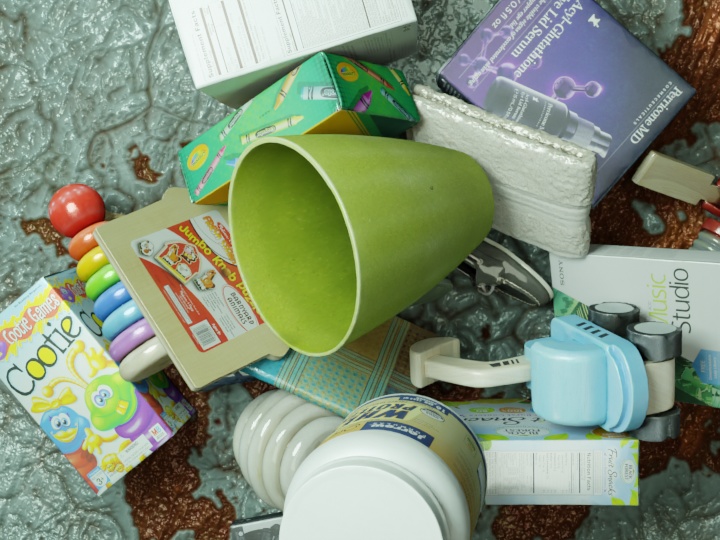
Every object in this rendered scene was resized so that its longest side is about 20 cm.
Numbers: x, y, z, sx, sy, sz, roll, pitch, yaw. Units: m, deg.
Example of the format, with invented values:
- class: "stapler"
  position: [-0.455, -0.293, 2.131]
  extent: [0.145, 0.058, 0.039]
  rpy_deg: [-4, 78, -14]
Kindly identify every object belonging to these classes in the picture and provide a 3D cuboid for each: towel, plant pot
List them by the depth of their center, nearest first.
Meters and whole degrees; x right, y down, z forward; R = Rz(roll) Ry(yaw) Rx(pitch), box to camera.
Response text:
- class: "plant pot"
  position: [0.017, -0.044, 0.900]
  extent: [0.200, 0.187, 0.188]
  rpy_deg: [-19, 95, -35]
- class: "towel"
  position: [0.128, -0.093, 0.960]
  extent: [0.200, 0.133, 0.034]
  rpy_deg: [25, 59, 25]
- class: "towel"
  position: [-0.033, 0.074, 1.005]
  extent: [0.200, 0.147, 0.022]
  rpy_deg: [25, 135, 4]

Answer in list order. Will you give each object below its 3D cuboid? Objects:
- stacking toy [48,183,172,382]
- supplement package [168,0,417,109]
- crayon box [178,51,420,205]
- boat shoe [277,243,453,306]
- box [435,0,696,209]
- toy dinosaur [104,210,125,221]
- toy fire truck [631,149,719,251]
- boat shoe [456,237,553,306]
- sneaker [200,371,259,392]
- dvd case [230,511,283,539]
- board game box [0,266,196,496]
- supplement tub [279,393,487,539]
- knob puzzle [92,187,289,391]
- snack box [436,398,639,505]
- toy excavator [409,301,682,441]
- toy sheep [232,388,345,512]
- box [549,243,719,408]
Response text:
- class: "stacking toy"
  position: [-0.240, 0.004, 0.983]
  extent: [0.085, 0.085, 0.200]
  rpy_deg: [-33, 84, 6]
- class: "supplement package"
  position: [-0.060, -0.255, 0.946]
  extent: [0.199, 0.191, 0.148]
  rpy_deg: [-16, 92, 4]
- class: "crayon box"
  position: [-0.060, -0.125, 0.950]
  extent: [0.200, 0.119, 0.058]
  rpy_deg: [-27, 75, 35]
- class: "boat shoe"
  position: [0.000, 0.000, 1.005]
  extent: [0.201, 0.072, 0.061]
  rpy_deg: [1, 61, -28]
- class: "box"
  position: [0.193, -0.177, 0.982]
  extent: [0.200, 0.104, 0.148]
  rpy_deg: [40, 96, 0]
- class: "toy dinosaur"
  position: [-0.201, -0.030, 1.053]
  extent: [0.199, 0.058, 0.101]
  rpy_deg: [5, 81, -5]
- class: "toy fire truck"
  position: [0.340, -0.019, 0.989]
  extent: [0.200, 0.129, 0.176]
  rpy_deg: [35, 97, 12]
- class: "boat shoe"
  position: [0.098, -0.016, 1.018]
  extent: [0.200, 0.067, 0.057]
  rpy_deg: [38, 79, 7]
- class: "sneaker"
  position: [-0.122, 0.093, 1.047]
  extent: [0.199, 0.075, 0.085]
  rpy_deg: [19, 105, 5]
- class: "dvd case"
  position: [-0.026, 0.322, 1.081]
  extent: [0.199, 0.025, 0.151]
  rpy_deg: [-12, 94, 4]
- class: "board game box"
  position: [-0.279, 0.109, 1.036]
  extent: [0.105, 0.103, 0.200]
  rpy_deg: [-39, 92, 6]
- class: "supplement tub"
  position: [0.022, 0.187, 0.812]
  extent: [0.144, 0.200, 0.145]
  rpy_deg: [1, 96, 13]
- class: "knob puzzle"
  position: [-0.134, 0.006, 0.981]
  extent: [0.220, 0.220, 0.030]
  rpy_deg: [44, 136, -1]
- class: "snack box"
  position: [0.154, 0.172, 0.984]
  extent: [0.199, 0.169, 0.068]
  rpy_deg: [-2, 96, 4]
- class: "toy excavator"
  position: [0.165, 0.090, 0.932]
  extent: [0.199, 0.194, 0.100]
  rpy_deg: [-7, 105, -19]
- class: "toy sheep"
  position: [-0.057, 0.176, 1.005]
  extent: [0.138, 0.200, 0.138]
  rpy_deg: [-8, 103, -37]
- class: "box"
  position: [0.280, 0.051, 0.967]
  extent: [0.200, 0.036, 0.145]
  rpy_deg: [5, 111, 39]
